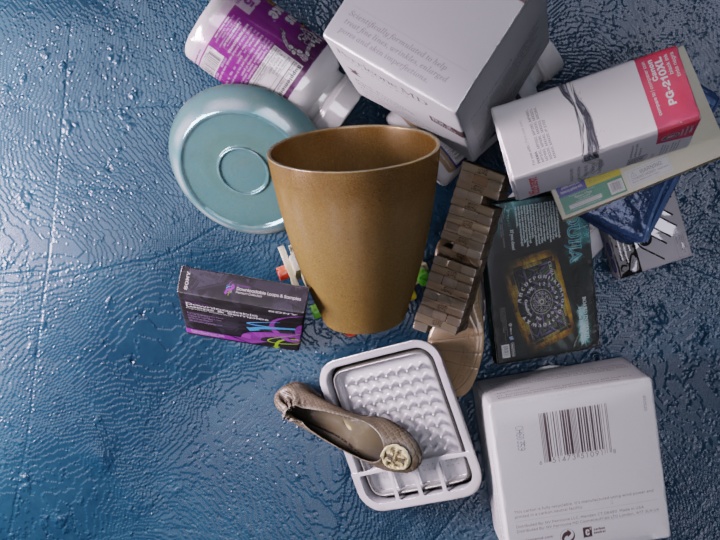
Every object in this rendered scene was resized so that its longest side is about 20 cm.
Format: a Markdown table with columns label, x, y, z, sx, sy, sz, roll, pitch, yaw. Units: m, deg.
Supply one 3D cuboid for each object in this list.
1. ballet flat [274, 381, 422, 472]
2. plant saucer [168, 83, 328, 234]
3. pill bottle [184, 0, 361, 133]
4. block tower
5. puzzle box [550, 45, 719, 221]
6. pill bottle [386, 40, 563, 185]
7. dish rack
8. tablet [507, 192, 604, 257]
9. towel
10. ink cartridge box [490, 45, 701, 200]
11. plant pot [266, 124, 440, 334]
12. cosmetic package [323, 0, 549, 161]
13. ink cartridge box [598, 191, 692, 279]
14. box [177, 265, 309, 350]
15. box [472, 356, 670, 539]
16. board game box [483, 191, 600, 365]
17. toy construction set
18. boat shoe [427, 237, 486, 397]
| label | x | y | z | sx | sy | sz | roll | pitch | yaw |
| --- | --- | --- | --- | --- | --- | --- | --- | --- | --- |
| ballet flat | -0.019 | 0.193 | 1.378 | 0.199 | 0.046 | 0.068 | 26 | 115 | 17 |
| plant saucer | -0.134 | -0.121 | 1.334 | 0.199 | 0.027 | 0.201 | 7 | 126 | 9 |
| pill bottle | -0.095 | -0.239 | 1.329 | 0.200 | 0.112 | 0.113 | 35 | 94 | -6 |
| block tower | 0.119 | -0.022 | 1.323 | 0.058 | 0.054 | 0.201 | 20 | 101 | 15 |
| puzzle box | 0.296 | -0.154 | 1.291 | 0.199 | 0.025 | 0.134 | -22 | 83 | 9 |
| pill bottle | 0.136 | -0.204 | 1.340 | 0.200 | 0.111 | 0.111 | -41 | 96 | 3 |
| dish rack | 0.053 | 0.185 | 1.392 | 0.171 | 0.044 | 0.201 | -16 | 98 | 28 |
| tablet | 0.260 | -0.079 | 1.407 | 0.130 | 0.014 | 0.200 | 43 | 93 | -5 |
| towel | 0.325 | -0.138 | 1.327 | 0.111 | 0.049 | 0.201 | 28 | 93 | -4 |
| ink cartridge box | 0.246 | -0.151 | 1.213 | 0.199 | 0.145 | 0.085 | -18 | 82 | 9 |
| plant pot | -0.003 | -0.039 | 1.248 | 0.185 | 0.187 | 0.201 | -3 | 110 | -1 |
| cosmetic package | 0.087 | -0.243 | 1.196 | 0.164 | 0.200 | 0.166 | 32 | 89 | 14 |
| ink cartridge box | 0.324 | -0.100 | 1.377 | 0.093 | 0.044 | 0.201 | -18 | 95 | -1 |
| box | -0.134 | 0.047 | 1.319 | 0.142 | 0.200 | 0.036 | 9 | 72 | -2 |
| box | 0.252 | 0.225 | 1.382 | 0.198 | 0.131 | 0.201 | -9 | 97 | -1 |
| board game box | 0.218 | 0.007 | 1.392 | 0.134 | 0.028 | 0.201 | -9 | 102 | -6 |
| toy construction set | 0.000 | 0.000 | 1.369 | 0.199 | 0.092 | 0.132 | -16 | 116 | 6 |
| boat shoe | 0.122 | 0.052 | 1.391 | 0.071 | 0.065 | 0.201 | 1 | 97 | 20 |
